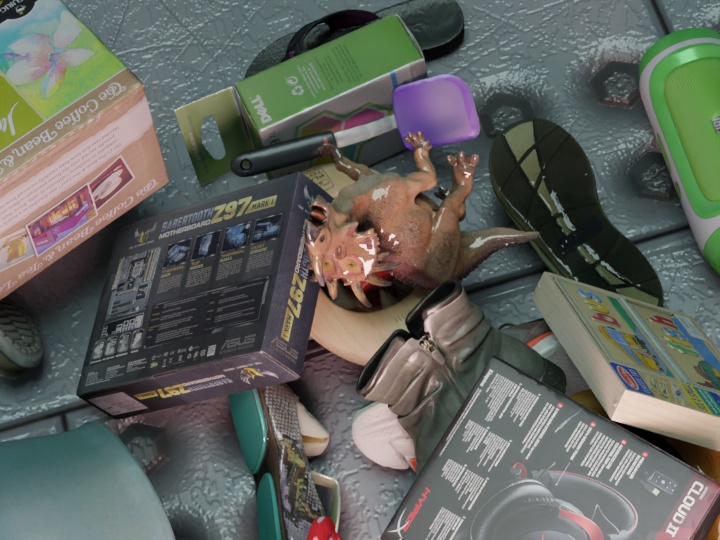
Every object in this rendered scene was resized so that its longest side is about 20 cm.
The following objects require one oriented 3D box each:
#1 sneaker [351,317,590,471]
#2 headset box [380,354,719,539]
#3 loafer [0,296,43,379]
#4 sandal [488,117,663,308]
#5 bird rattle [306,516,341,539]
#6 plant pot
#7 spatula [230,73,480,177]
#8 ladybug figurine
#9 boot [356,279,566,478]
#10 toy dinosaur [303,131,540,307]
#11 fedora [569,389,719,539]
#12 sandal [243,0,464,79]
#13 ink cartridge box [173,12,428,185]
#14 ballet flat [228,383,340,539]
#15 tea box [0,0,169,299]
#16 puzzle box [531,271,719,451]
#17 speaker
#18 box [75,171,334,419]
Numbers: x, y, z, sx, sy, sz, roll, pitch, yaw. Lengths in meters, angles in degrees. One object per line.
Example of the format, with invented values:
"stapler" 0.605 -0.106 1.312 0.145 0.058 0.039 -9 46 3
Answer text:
"sneaker" 0.085 0.087 1.510 0.199 0.077 0.082 -19 30 -4
"headset box" 0.138 0.173 1.332 0.200 0.075 0.149 29 79 18
"loafer" -0.338 0.035 1.610 0.200 0.075 0.070 34 101 25
"sandal" 0.162 -0.029 1.569 0.080 0.057 0.201 -25 72 -13
"bird rattle" -0.083 0.251 1.371 0.163 0.113 0.200 21 85 43
"plant pot" -0.238 0.207 1.412 0.188 0.200 0.200 -26 56 -25
"spatula" -0.006 -0.108 1.581 0.199 0.057 0.021 -16 12 -7
"ladybug figurine" 0.000 0.000 1.563 0.135 0.072 0.200 -26 58 -8
"boot" 0.044 0.112 1.428 0.200 0.131 0.068 -55 22 0
"toy dinosaur" 0.031 -0.023 1.475 0.200 0.086 0.136 22 62 -25
"fedora" 0.183 0.186 1.407 0.200 0.082 0.201 -3 70 8
"sandal" -0.010 -0.196 1.703 0.200 0.048 0.075 -22 57 -5
"ink cartridge box" -0.041 -0.120 1.627 0.200 0.104 0.059 -24 56 -6
"ballet flat" -0.053 0.147 1.493 0.072 0.072 0.201 -14 57 0
"tea box" -0.289 -0.108 1.550 0.200 0.134 0.197 -37 63 -18
"puzzle box" 0.208 0.067 1.419 0.133 0.025 0.200 16 19 -19
"speaker" 0.282 -0.093 1.568 0.088 0.089 0.200 -15 57 0
"box" -0.119 0.021 1.530 0.200 0.051 0.158 -15 53 36
